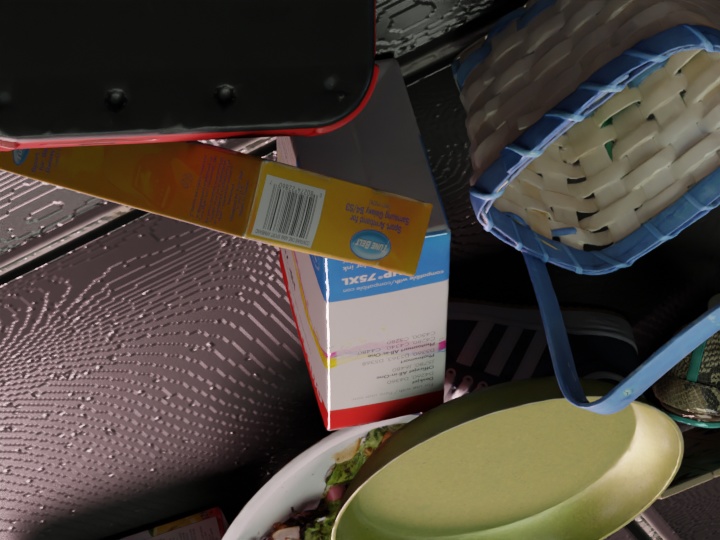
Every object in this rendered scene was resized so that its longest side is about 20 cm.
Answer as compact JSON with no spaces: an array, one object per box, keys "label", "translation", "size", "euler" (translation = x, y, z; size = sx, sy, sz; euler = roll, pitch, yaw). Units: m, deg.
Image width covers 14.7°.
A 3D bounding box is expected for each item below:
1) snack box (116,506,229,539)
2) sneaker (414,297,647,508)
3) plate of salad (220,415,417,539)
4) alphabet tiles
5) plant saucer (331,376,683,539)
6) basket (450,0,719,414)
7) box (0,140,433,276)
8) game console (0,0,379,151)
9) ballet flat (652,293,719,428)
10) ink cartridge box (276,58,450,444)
[{"label":"snack box","translation":[-0.127,0.237,1.783],"size":[0.141,0.053,0.200],"euler":[-18,144,3]},{"label":"sneaker","translation":[0.079,0.078,1.595],"size":[0.199,0.109,0.070],"euler":[0,142,-21]},{"label":"plate of salad","translation":[-0.006,0.164,1.694],"size":[0.199,0.048,0.201],"euler":[-27,145,-21]},{"label":"alphabet tiles","translation":[0.199,0.110,1.666],"size":[0.166,0.006,0.200],"euler":[-22,-178,-8]},{"label":"plant saucer","translation":[0.076,0.111,1.513],"size":[0.199,0.031,0.200],"euler":[-13,148,-8]},{"label":"basket","translation":[0.142,-0.054,1.353],"size":[0.176,0.201,0.139],"euler":[-36,140,29]},{"label":"box","translation":[-0.078,-0.042,1.313],"size":[0.199,0.042,0.119],"euler":[13,180,43]},{"label":"game console","translation":[-0.087,-0.143,1.205],"size":[0.199,0.178,0.031],"euler":[-4,-173,-18]},{"label":"ballet flat","translation":[0.216,0.050,1.629],"size":[0.067,0.076,0.200],"euler":[14,-177,16]},{"label":"ink cartridge box","translation":[0.000,0.000,1.448],"size":[0.067,0.117,0.201],"euler":[-11,145,-8]}]
